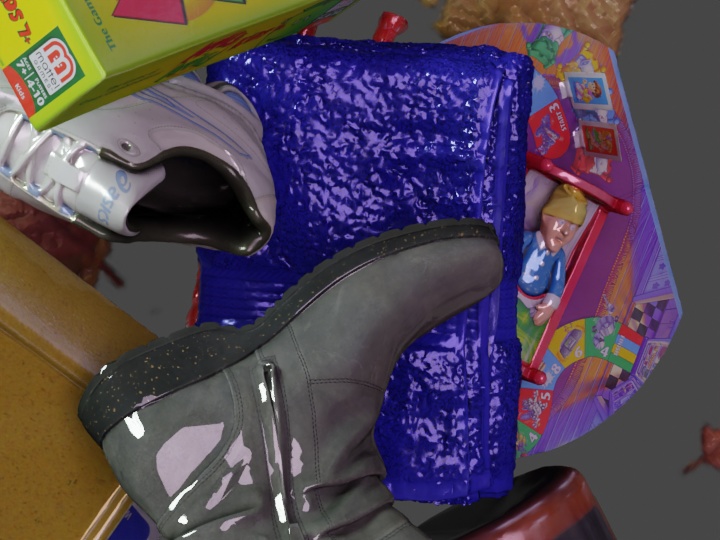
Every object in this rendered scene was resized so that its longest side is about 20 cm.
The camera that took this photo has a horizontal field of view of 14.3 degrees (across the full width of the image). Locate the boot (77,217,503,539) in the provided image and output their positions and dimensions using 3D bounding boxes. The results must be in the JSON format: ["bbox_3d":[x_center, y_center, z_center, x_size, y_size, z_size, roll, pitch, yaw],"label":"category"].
[{"bbox_3d":[-0.004,0.069,1.155,0.199,0.068,0.131,-25,69,-21],"label":"boot"}]

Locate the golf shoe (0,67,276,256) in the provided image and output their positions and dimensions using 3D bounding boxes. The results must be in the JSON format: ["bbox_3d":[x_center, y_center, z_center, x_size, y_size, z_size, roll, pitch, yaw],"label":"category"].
[{"bbox_3d":[-0.119,-0.056,1.150,0.199,0.097,0.079,11,116,-28],"label":"golf shoe"}]

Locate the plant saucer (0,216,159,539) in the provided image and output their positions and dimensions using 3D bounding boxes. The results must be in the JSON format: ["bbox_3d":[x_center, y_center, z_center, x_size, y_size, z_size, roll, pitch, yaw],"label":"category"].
[{"bbox_3d":[-0.167,0.086,1.159,0.200,0.048,0.200,-55,134,-5],"label":"plant saucer"}]

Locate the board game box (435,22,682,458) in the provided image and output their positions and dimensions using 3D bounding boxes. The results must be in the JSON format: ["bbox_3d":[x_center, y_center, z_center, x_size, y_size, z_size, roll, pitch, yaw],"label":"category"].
[{"bbox_3d":[0.075,-0.009,1.296,0.157,0.039,0.201,-23,107,-21],"label":"board game box"}]

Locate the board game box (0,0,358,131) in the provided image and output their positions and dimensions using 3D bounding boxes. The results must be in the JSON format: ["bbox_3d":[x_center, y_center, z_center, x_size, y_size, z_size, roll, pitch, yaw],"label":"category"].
[{"bbox_3d":[-0.078,-0.134,1.166,0.200,0.048,0.102,-27,86,-51],"label":"board game box"}]

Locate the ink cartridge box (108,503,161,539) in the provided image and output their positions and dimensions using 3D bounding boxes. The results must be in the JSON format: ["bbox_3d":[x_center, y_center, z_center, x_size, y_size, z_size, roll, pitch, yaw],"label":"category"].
[{"bbox_3d":[-0.212,0.110,1.215,0.200,0.047,0.198,-43,121,-11],"label":"ink cartridge box"}]

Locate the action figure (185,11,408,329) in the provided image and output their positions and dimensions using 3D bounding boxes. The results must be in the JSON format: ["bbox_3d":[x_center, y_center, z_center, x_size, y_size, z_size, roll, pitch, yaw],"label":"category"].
[{"bbox_3d":[-0.033,-0.023,1.295,0.065,0.052,0.201,19,88,-7],"label":"action figure"}]

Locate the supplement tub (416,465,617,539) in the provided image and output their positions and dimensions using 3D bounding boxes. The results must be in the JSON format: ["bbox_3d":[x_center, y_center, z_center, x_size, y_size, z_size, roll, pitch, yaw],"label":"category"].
[{"bbox_3d":[0.095,0.196,1.285,0.107,0.107,0.201,-28,94,-13],"label":"supplement tub"}]

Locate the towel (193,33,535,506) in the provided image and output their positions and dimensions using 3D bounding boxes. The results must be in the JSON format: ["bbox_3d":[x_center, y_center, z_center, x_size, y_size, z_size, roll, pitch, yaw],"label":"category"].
[{"bbox_3d":[0.000,0.000,1.246,0.147,0.050,0.201,3,96,-2],"label":"towel"}]
